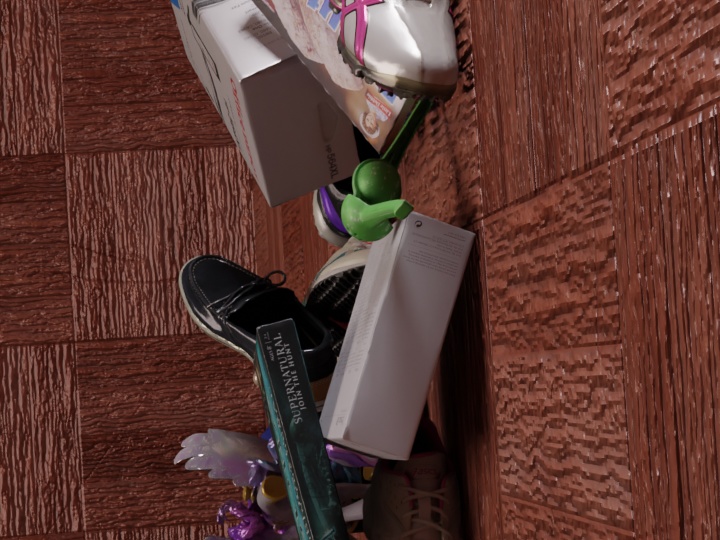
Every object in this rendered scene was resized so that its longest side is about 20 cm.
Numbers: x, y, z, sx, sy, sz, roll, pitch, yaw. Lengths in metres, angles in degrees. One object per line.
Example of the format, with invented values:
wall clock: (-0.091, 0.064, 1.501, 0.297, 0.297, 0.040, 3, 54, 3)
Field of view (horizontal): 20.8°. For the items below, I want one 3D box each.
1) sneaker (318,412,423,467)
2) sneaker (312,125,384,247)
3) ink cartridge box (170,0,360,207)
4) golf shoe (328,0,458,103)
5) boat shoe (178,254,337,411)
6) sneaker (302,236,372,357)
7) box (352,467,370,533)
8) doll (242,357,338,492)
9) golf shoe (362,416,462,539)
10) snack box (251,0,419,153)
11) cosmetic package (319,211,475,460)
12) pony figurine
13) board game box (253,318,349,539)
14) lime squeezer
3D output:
sneaker: (-0.002, 0.108, 1.584, 0.200, 0.088, 0.081, -114, 20, -75)
sneaker: (-0.007, -0.129, 1.644, 0.100, 0.069, 0.202, 126, 137, -69)
ink cartridge box: (-0.083, -0.173, 1.566, 0.147, 0.084, 0.201, 78, 167, -48)
golf shoe: (0.022, -0.185, 1.287, 0.201, 0.072, 0.093, -112, 32, -50)
boat shoe: (-0.079, 0.035, 1.558, 0.200, 0.074, 0.063, 43, 146, 43)
sneaker: (0.000, 0.000, 1.582, 0.094, 0.070, 0.200, -69, 9, -23)
box: (-0.020, 0.143, 1.936, 0.200, 0.047, 0.195, -148, 57, -82)
doll: (-0.044, 0.136, 1.808, 0.200, 0.136, 0.048, -55, -6, 32)
golf shoe: (0.037, 0.180, 1.344, 0.201, 0.075, 0.092, -104, 16, -56)
snack box: (-0.023, -0.179, 1.412, 0.200, 0.024, 0.072, 51, 136, 24)
cosmetic package: (0.019, 0.049, 1.326, 0.200, 0.051, 0.152, 143, 146, -82)
pony figurine: (-0.066, 0.209, 1.730, 0.200, 0.191, 0.168, 120, 157, -62)
board game box: (-0.037, 0.144, 1.370, 0.135, 0.028, 0.202, 109, 147, -76)
lime squeezer: (0.015, -0.061, 1.281, 0.200, 0.037, 0.071, -73, 7, -63)
